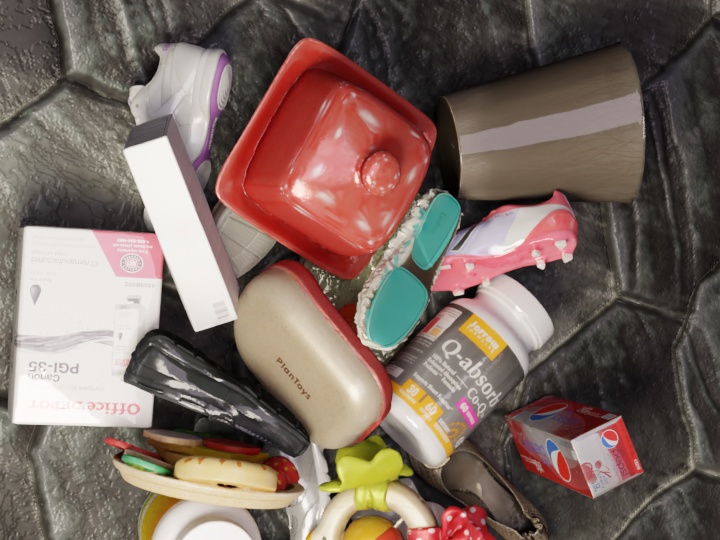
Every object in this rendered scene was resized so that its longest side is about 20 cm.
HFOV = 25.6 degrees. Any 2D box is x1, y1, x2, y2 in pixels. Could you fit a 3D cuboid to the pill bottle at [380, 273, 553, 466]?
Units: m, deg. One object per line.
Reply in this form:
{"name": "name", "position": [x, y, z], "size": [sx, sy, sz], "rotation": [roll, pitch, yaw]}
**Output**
{"name": "pill bottle", "position": [0.107, 0.103, 1.697], "size": [0.200, 0.116, 0.116], "rotation": [-44, 101, -14]}

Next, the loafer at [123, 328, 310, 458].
{"name": "loafer", "position": [-0.143, 0.134, 1.586], "size": [0.200, 0.068, 0.071], "rotation": [32, 95, -7]}

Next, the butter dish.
{"name": "butter dish", "position": [-0.009, -0.105, 1.596], "size": [0.200, 0.148, 0.200], "rotation": [33, 84, -28]}

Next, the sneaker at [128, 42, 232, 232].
{"name": "sneaker", "position": [-0.200, -0.140, 1.649], "size": [0.099, 0.075, 0.201], "rotation": [16, 91, 10]}

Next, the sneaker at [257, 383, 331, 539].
{"name": "sneaker", "position": [-0.076, 0.210, 1.689], "size": [0.082, 0.075, 0.201], "rotation": [-2, 81, -8]}

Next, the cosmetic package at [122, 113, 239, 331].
{"name": "cosmetic package", "position": [-0.177, -0.047, 1.576], "size": [0.050, 0.083, 0.201], "rotation": [-17, 110, 6]}

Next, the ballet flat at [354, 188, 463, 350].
{"name": "ballet flat", "position": [0.043, 0.004, 1.623], "size": [0.072, 0.072, 0.200], "rotation": [38, 62, -13]}

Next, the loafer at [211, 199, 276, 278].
{"name": "loafer", "position": [-0.109, -0.081, 1.674], "size": [0.072, 0.063, 0.201], "rotation": [33, 87, -32]}

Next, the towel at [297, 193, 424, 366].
{"name": "towel", "position": [0.000, 0.000, 1.711], "size": [0.148, 0.036, 0.201], "rotation": [16, 88, -15]}

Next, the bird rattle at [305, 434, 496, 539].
{"name": "bird rattle", "position": [0.036, 0.268, 1.613], "size": [0.200, 0.113, 0.163], "rotation": [43, 105, 2]}

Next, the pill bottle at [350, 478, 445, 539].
{"name": "pill bottle", "position": [0.067, 0.329, 1.701], "size": [0.112, 0.112, 0.201], "rotation": [-30, 99, -11]}

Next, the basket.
{"name": "basket", "position": [0.189, -0.146, 1.705], "size": [0.199, 0.136, 0.181], "rotation": [-8, 117, -9]}

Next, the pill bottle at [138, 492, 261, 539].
{"name": "pill bottle", "position": [-0.160, 0.274, 1.596], "size": [0.110, 0.200, 0.112], "rotation": [-1, 92, -14]}

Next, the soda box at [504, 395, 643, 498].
{"name": "soda box", "position": [0.225, 0.185, 1.689], "size": [0.063, 0.200, 0.070], "rotation": [-25, 98, -12]}

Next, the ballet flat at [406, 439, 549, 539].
{"name": "ballet flat", "position": [0.134, 0.243, 1.748], "size": [0.200, 0.046, 0.067], "rotation": [43, 81, -12]}

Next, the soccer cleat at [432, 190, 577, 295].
{"name": "soccer cleat", "position": [0.133, -0.029, 1.685], "size": [0.199, 0.067, 0.077], "rotation": [-14, 55, 13]}

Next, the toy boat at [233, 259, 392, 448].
{"name": "toy boat", "position": [-0.033, 0.075, 1.636], "size": [0.200, 0.131, 0.131], "rotation": [50, 46, 7]}

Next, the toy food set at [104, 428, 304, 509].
{"name": "toy food set", "position": [-0.152, 0.194, 1.567], "size": [0.197, 0.200, 0.049], "rotation": [10, 90, 25]}

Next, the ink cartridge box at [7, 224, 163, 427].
{"name": "ink cartridge box", "position": [-0.280, 0.058, 1.618], "size": [0.146, 0.083, 0.201], "rotation": [3, 91, -15]}
